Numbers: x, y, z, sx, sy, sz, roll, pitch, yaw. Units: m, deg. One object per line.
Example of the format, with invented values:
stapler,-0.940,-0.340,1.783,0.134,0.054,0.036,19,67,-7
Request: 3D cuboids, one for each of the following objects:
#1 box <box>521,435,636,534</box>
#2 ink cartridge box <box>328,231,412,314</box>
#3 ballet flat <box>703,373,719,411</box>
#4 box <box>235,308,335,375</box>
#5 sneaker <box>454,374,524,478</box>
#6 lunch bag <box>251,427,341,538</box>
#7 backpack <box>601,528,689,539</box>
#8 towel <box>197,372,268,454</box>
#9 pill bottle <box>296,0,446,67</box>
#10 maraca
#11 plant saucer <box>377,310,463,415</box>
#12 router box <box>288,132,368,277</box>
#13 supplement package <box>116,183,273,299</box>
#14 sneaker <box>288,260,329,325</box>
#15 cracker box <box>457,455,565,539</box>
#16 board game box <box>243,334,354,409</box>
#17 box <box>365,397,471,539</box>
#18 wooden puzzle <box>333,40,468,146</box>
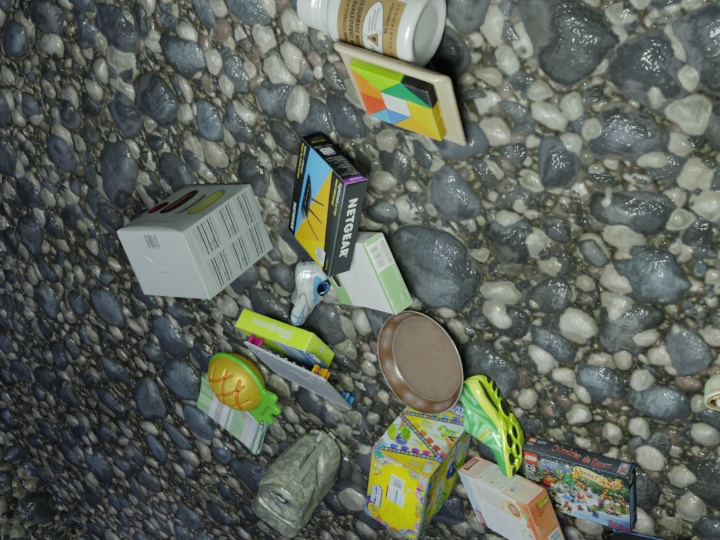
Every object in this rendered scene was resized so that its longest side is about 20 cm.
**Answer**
box,0.392,0.384,1.586,0.199,0.038,0.137,10,127,34
ink cartridge box,0.000,0.000,1.611,0.200,0.048,0.146,9,128,60
ballet flat,0.596,0.209,1.273,0.199,0.062,0.068,16,130,29
box,-0.144,0.145,1.792,0.199,0.048,0.122,17,163,28
sneaker,0.237,0.284,1.615,0.083,0.074,0.201,-20,97,44
lunch bag,-0.133,0.462,1.954,0.139,0.200,0.168,36,140,7
backpack,0.517,0.583,1.556,0.182,0.147,0.201,-4,121,43
towel,-0.315,0.350,2.137,0.199,0.031,0.150,34,135,14
pill bottle,0.013,-0.372,1.270,0.199,0.114,0.115,24,133,23
maraca,-0.260,0.263,1.970,0.200,0.107,0.137,41,137,6
plant saucer,0.116,0.165,1.620,0.199,0.034,0.202,19,118,39
router box,-0.060,-0.113,1.525,0.149,0.051,0.201,48,141,36
supplement package,-0.316,-0.060,1.705,0.190,0.200,0.148,3,122,36
sneaker,-0.101,0.051,1.711,0.072,0.072,0.200,7,147,-8
cracker box,0.283,0.443,1.660,0.200,0.058,0.135,14,132,56
board game box,-0.122,0.208,1.809,0.199,0.026,0.200,22,163,25
box,0.115,0.368,1.683,0.121,0.193,0.201,25,133,23
wooden puzzle,0.060,-0.252,1.298,0.184,0.037,0.200,23,169,23
